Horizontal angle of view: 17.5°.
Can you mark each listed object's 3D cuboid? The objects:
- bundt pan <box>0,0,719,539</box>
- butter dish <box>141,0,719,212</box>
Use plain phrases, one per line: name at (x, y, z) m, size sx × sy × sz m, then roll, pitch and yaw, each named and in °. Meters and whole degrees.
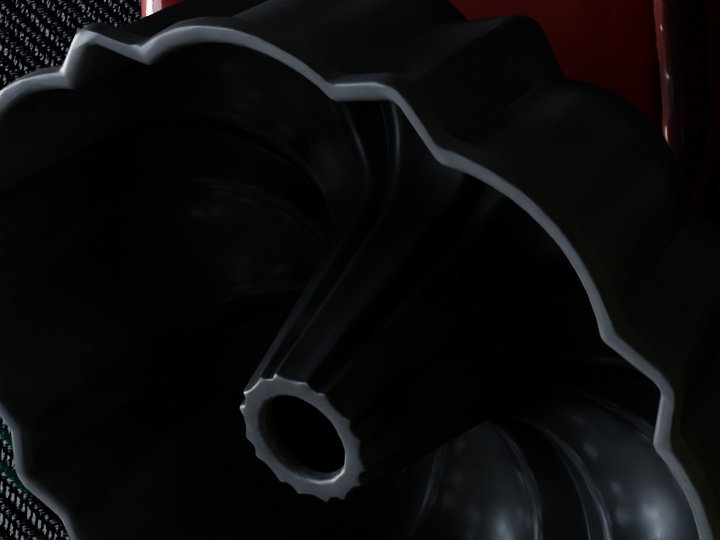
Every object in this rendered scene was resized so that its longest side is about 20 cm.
bundt pan at (0.006, 0.018, 0.534) m, size 0.076 × 0.202 × 0.202 m, roll -44°, pitch -35°, yaw -42°
butter dish at (0.015, -0.071, 0.636) m, size 0.200 × 0.148 × 0.200 m, roll 90°, pitch 180°, yaw -69°
